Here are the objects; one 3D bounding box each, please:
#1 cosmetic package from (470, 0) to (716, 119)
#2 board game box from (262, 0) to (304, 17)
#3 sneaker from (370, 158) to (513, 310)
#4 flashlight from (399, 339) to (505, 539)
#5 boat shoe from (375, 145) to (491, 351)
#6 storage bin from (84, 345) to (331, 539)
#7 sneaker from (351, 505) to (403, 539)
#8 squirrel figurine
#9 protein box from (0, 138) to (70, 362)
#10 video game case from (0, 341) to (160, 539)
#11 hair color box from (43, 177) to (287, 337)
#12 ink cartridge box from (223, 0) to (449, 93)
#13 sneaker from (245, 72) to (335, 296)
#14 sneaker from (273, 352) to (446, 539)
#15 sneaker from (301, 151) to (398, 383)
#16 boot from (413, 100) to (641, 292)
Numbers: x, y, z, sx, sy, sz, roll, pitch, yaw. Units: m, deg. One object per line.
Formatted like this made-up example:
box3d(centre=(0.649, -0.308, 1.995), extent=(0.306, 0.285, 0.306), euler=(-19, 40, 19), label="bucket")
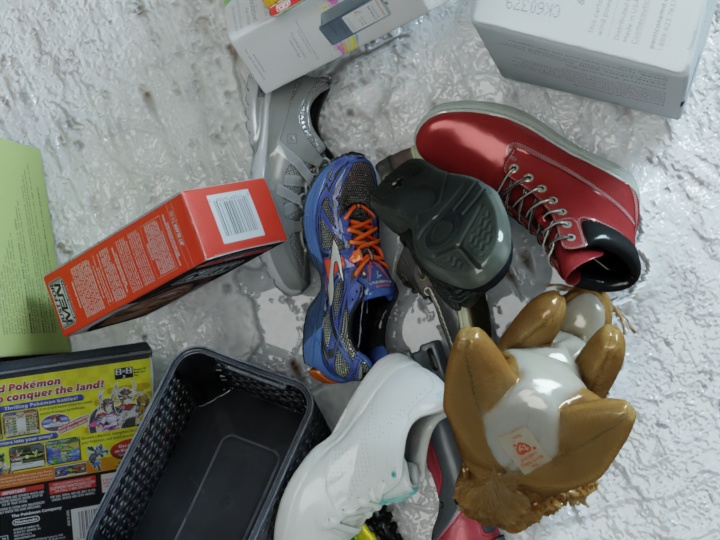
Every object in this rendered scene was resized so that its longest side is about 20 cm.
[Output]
box3d(centre=(0.196, -0.229, 0.977), extent=(0.164, 0.200, 0.166), euler=(17, 92, 13), label="cosmetic package")
box3d(centre=(-0.051, -0.290, 1.058), extent=(0.095, 0.030, 0.201), euler=(-27, 43, 10), label="board game box")
box3d(centre=(0.084, -0.014, 0.947), extent=(0.076, 0.199, 0.114), euler=(-46, 114, -2), label="sneaker")
box3d(centre=(0.068, 0.167, 1.067), extent=(0.067, 0.068, 0.201), euler=(-18, 80, -8), label="flashlight")
box3d(centre=(0.061, -0.009, 1.071), extent=(0.066, 0.072, 0.203), euler=(-17, 80, 17), label="boat shoe")
box3d(centre=(-0.122, 0.182, 1.049), extent=(0.134, 0.094, 0.201), euler=(18, 69, 17), label="storage bin")
box3d(centre=(0.015, 0.276, 1.074), extent=(0.085, 0.078, 0.201), euler=(-39, 72, 15), label="sneaker")
box3d(centre=(0.145, 0.105, 1.006), extent=(0.140, 0.187, 0.201), euler=(18, 120, 11), label="squirrel figurine")
box3d(centre=(-0.370, -0.011, 1.094), extent=(0.134, 0.200, 0.200), euler=(-11, 86, 11), label="protein box")
box3d(centre=(-0.273, 0.163, 1.079), extent=(0.198, 0.025, 0.182), euler=(-7, 110, -20), label="video game case")
box3d(centre=(-0.168, -0.010, 1.061), extent=(0.199, 0.101, 0.062), euler=(-25, 84, 40), label="hair color box")
box3d(centre=(-0.015, -0.247, 1.064), extent=(0.199, 0.067, 0.118), euler=(-25, 42, 10), label="ink cartridge box")
box3d(centre=(-0.054, -0.079, 1.092), extent=(0.081, 0.075, 0.202), euler=(-4, 90, 7), label="sneaker")
box3d(centre=(0.006, 0.168, 0.999), extent=(0.088, 0.075, 0.201), euler=(31, 91, 40), label="sneaker")
box3d(centre=(0.000, 0.000, 1.065), extent=(0.078, 0.075, 0.202), euler=(7, 101, 49), label="sneaker")
box3d(centre=(0.131, -0.057, 0.992), extent=(0.199, 0.145, 0.073), euler=(22, 126, -4), label="boot")
